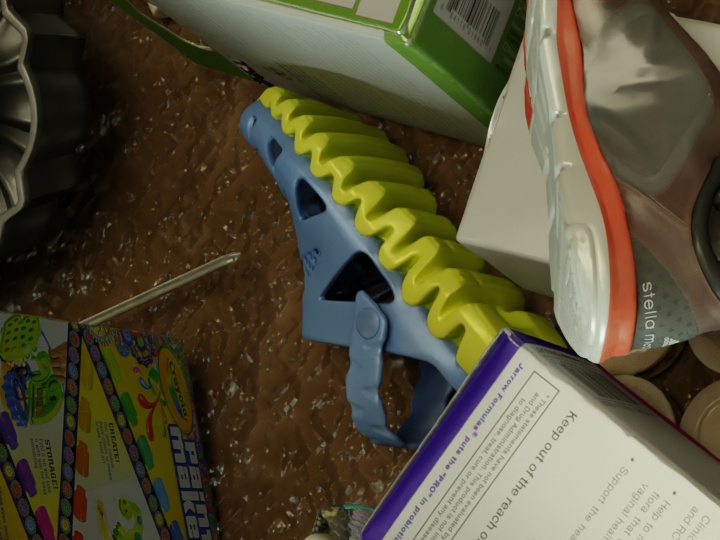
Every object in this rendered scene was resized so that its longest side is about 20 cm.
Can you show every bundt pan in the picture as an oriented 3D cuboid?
[{"bbox_3d":[-0.209,-0.083,1.058,0.202,0.076,0.202,4,98,32],"label":"bundt pan"}]

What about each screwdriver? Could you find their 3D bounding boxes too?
[{"bbox_3d":[-0.138,0.032,1.041,0.200,0.029,0.028,-22,65,17],"label":"screwdriver"}]

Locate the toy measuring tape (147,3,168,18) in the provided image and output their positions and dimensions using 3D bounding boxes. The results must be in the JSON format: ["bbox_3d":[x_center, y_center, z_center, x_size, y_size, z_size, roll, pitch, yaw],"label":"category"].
[{"bbox_3d":[-0.036,-0.195,1.032,0.200,0.074,0.074,-35,61,13],"label":"toy measuring tape"}]

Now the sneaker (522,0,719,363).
[{"bbox_3d":[0.106,-0.060,0.818,0.082,0.077,0.200,-4,69,-2],"label":"sneaker"}]

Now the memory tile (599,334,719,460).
[{"bbox_3d":[0.159,-0.005,0.900,0.153,0.017,0.200,-1,74,28],"label":"memory tile"}]

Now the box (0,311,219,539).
[{"bbox_3d":[-0.195,0.103,0.940,0.200,0.193,0.122,-16,78,22],"label":"box"}]

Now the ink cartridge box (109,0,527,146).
[{"bbox_3d":[-0.018,-0.125,0.954,0.200,0.148,0.076,18,83,31],"label":"ink cartridge box"}]

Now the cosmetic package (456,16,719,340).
[{"bbox_3d":[0.150,-0.030,0.858,0.200,0.081,0.113,17,82,32],"label":"cosmetic package"}]

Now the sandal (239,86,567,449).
[{"bbox_3d":[0.000,0.000,0.950,0.087,0.079,0.200,-50,54,21],"label":"sandal"}]

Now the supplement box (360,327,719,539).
[{"bbox_3d":[0.116,0.124,0.821,0.200,0.101,0.103,38,98,27],"label":"supplement box"}]

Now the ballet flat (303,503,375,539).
[{"bbox_3d":[-0.041,0.183,0.912,0.072,0.072,0.200,27,86,31],"label":"ballet flat"}]
